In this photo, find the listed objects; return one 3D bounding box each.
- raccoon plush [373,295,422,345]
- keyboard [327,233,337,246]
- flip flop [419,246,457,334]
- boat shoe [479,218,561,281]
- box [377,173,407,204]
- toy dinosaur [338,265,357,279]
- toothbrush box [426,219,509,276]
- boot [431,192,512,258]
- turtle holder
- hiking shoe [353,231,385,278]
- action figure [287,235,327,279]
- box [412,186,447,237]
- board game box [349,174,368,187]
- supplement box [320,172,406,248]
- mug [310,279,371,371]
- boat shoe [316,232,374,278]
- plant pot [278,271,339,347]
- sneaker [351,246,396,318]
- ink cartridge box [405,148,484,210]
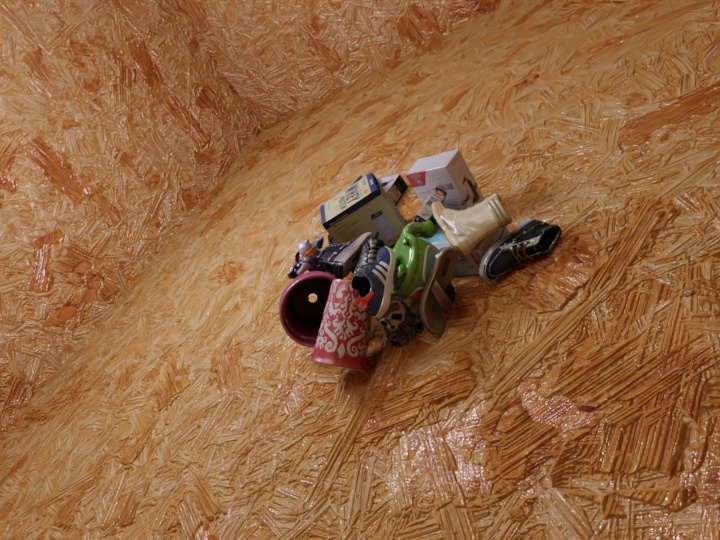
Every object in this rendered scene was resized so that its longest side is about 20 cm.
[{"bbox_3d":[0.063,0.093,1.304,0.097,0.134,0.200,-41,29,-2],"label":"raccoon plush"},{"bbox_3d":[-0.032,-0.132,1.773,0.200,0.104,0.040,-23,-8,26],"label":"keyboard"},{"bbox_3d":[0.188,0.047,1.210,0.057,0.081,0.201,17,93,48],"label":"flip flop"},{"bbox_3d":[0.363,-0.046,1.225,0.200,0.071,0.091,-43,25,-12],"label":"boat shoe"},{"bbox_3d":[0.066,-0.239,1.854,0.116,0.060,0.200,-5,43,46],"label":"box"},{"bbox_3d":[0.000,0.000,1.527,0.136,0.102,0.200,-34,-15,-4],"label":"toy dinosaur"},{"bbox_3d":[0.256,-0.065,1.364,0.200,0.085,0.147,-4,45,44],"label":"toothbrush box"},{"bbox_3d":[0.262,-0.135,1.286,0.155,0.073,0.200,-35,36,13],"label":"boot"},{"bbox_3d":[0.131,-0.019,1.288,0.186,0.131,0.141,-92,24,-43],"label":"turtle holder"},{"bbox_3d":[0.025,-0.029,1.372,0.075,0.101,0.200,8,25,-4],"label":"hiking shoe"},{"bbox_3d":[-0.119,-0.024,1.618,0.104,0.194,0.200,-10,40,40],"label":"action figure"},{"bbox_3d":[0.173,-0.129,1.473,0.110,0.035,0.200,-53,-10,-24],"label":"box"},{"bbox_3d":[-0.026,-0.259,1.894,0.200,0.062,0.200,-53,6,12],"label":"board game box"},{"bbox_3d":[0.015,-0.147,1.634,0.200,0.200,0.134,-32,29,12],"label":"supplement box"},{"bbox_3d":[-0.044,0.131,1.303,0.177,0.133,0.201,-9,69,65],"label":"mug"},{"bbox_3d":[-0.041,-0.056,1.477,0.092,0.075,0.200,17,35,23],"label":"boat shoe"},{"bbox_3d":[-0.128,0.095,1.486,0.200,0.200,0.179,-40,13,-3],"label":"plant pot"},{"bbox_3d":[0.026,0.012,1.210,0.200,0.084,0.075,-82,17,-46],"label":"sneaker"},{"bbox_3d":[0.240,-0.218,1.482,0.147,0.200,0.083,-3,41,46],"label":"ink cartridge box"}]
